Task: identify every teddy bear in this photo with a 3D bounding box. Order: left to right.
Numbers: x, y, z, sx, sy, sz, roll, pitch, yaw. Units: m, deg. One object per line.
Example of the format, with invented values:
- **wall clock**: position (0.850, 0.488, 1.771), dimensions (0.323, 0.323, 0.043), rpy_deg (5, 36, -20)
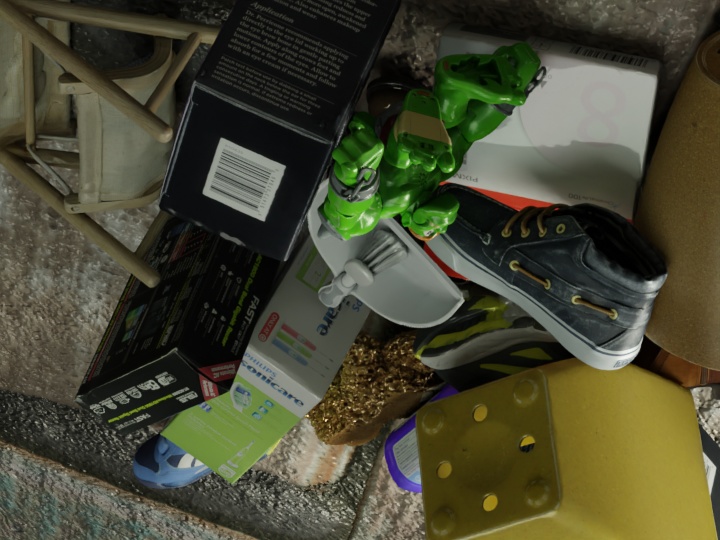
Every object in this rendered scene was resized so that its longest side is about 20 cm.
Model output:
- **teddy bear**: position (0.035, 0.089, 1.656), dimensions (0.144, 0.067, 0.200), rpy_deg (0, 152, -33)

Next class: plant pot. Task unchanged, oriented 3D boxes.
- **plant pot**: position (0.144, 0.171, 1.440), dimensions (0.194, 0.196, 0.200), rpy_deg (-20, 147, 27)
- **plant pot**: position (0.278, -0.063, 1.287), dimensions (0.186, 0.187, 0.201), rpy_deg (9, 131, 16)

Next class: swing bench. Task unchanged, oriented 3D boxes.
- **swing bench**: position (-0.221, -0.123, 1.481), dimensions (0.199, 0.130, 0.199), rpy_deg (23, 144, 7)

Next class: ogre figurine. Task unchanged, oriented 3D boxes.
- **ogre figurine**: position (0.039, -0.085, 1.276), dimensions (0.098, 0.200, 0.120), rpy_deg (33, 139, -2)

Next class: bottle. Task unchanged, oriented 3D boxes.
- **bottle**: position (0.100, 0.129, 1.625), dimensions (0.083, 0.066, 0.200), rpy_deg (0, 151, -35)

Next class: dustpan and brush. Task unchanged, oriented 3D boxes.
- **dustpan and brush**: position (0.000, 0.000, 1.459), dimensions (0.140, 0.057, 0.200), rpy_deg (46, 171, -2)

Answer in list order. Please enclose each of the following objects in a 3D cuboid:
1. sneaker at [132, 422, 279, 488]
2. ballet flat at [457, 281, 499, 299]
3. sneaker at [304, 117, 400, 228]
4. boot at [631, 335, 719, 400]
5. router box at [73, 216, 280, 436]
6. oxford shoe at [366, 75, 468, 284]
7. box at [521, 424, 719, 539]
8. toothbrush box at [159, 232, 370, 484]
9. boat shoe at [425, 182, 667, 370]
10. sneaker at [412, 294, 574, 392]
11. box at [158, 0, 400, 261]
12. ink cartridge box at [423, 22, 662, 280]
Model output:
- **sneaker**: position (-0.163, 0.158, 1.852), dimensions (0.200, 0.074, 0.082), rpy_deg (-24, 123, 35)
- **ballet flat**: position (0.088, 0.020, 1.553), dimensions (0.199, 0.072, 0.072), rpy_deg (14, 143, 10)
- **sneaker**: position (-0.034, -0.074, 1.496), dimensions (0.081, 0.074, 0.200), rpy_deg (-4, 135, 34)
- **boot**: position (0.237, 0.039, 1.491), dimensions (0.187, 0.069, 0.200), rpy_deg (3, 145, 21)
- **router box**: position (-0.146, 0.030, 1.567), dimensions (0.062, 0.201, 0.150), rpy_deg (40, 140, -25)
- **oxford shoe**: position (0.057, -0.067, 1.448), dimensions (0.072, 0.085, 0.200), rpy_deg (-5, 135, 33)
- **box**: position (0.216, 0.196, 1.681), dimensions (0.199, 0.107, 0.148), rpy_deg (-16, 131, 40)
- **toothbrush box**: position (-0.078, 0.078, 1.638), dimensions (0.086, 0.146, 0.200), rpy_deg (36, 143, -8)
- **boat shoe**: position (0.129, -0.023, 1.318), dimensions (0.200, 0.071, 0.091), rpy_deg (37, 133, 20)
- **sneaker**: position (0.144, 0.051, 1.483), dimensions (0.199, 0.075, 0.085), rpy_deg (-13, 136, 30)
- **box**: position (-0.051, -0.136, 1.316), dimensions (0.104, 0.200, 0.148), rpy_deg (23, 142, -1)
- **ink cartridge box**: position (0.127, -0.071, 1.368), dimensions (0.162, 0.057, 0.201), rpy_deg (12, 109, 12)
